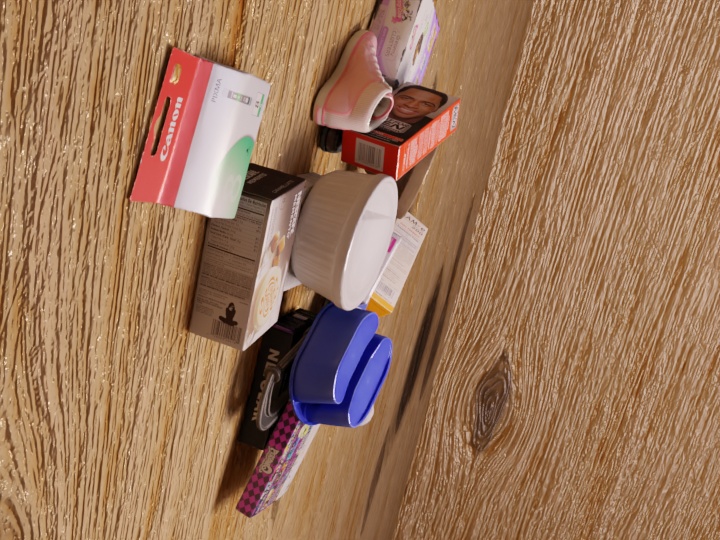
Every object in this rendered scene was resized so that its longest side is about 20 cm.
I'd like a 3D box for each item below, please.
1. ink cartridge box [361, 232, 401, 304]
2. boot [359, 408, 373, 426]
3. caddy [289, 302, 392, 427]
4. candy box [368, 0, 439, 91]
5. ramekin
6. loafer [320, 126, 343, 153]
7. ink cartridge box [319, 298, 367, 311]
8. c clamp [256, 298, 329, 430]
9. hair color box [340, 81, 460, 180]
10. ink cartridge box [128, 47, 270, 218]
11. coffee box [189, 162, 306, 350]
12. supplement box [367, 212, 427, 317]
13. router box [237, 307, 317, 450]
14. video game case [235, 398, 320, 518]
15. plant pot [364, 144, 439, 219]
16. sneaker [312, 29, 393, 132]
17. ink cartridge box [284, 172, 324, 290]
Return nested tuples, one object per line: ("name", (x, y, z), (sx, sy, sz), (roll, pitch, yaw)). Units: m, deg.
("ink cartridge box", (0.000, 0.000, 1.764), (0.120, 0.042, 0.200), (-61, -173, -11))
("boot", (-0.031, 0.153, 1.779), (0.096, 0.073, 0.201), (61, 6, -70))
("caddy", (-0.037, 0.144, 1.651), (0.201, 0.104, 0.142), (-62, 144, -31))
("candy box", (0.064, -0.368, 1.786), (0.200, 0.071, 0.169), (46, 63, -77))
("ramekin", (-0.025, -0.053, 1.573), (0.202, 0.094, 0.204), (20, 90, -74))
("loafer", (-0.003, -0.229, 1.701), (0.200, 0.062, 0.072), (-51, 156, -60))
("ink cartridge box", (-0.046, 0.105, 1.911), (0.119, 0.042, 0.201), (-11, -128, 62))
("c clamp", (-0.106, 0.143, 1.654), (0.200, 0.027, 0.172), (-50, 157, -49))
("hair color box", (0.063, -0.216, 1.658), (0.200, 0.101, 0.062), (-43, 147, -47))
("ink cartridge box", (-0.164, -0.140, 1.151), (0.200, 0.050, 0.162), (-11, 118, -79))
("coffee box", (-0.140, -0.019, 1.347), (0.114, 0.079, 0.202), (-44, 150, -66))
("supplement box", (0.034, -0.006, 2.038), (0.126, 0.073, 0.201), (-26, -147, 53))
("router box", (-0.126, 0.172, 1.748), (0.149, 0.051, 0.202), (-24, 130, -72))
("video game case", (-0.118, 0.287, 1.757), (0.201, 0.036, 0.181), (-64, 169, 10))
("plant pot", (0.068, -0.196, 1.825), (0.201, 0.092, 0.202), (-155, -90, -85))
("sneaker", (0.011, -0.275, 1.608), (0.076, 0.104, 0.201), (91, 19, -48))
("ink cartridge box", (-0.105, -0.053, 1.565), (0.200, 0.047, 0.161), (-21, 128, -68))
